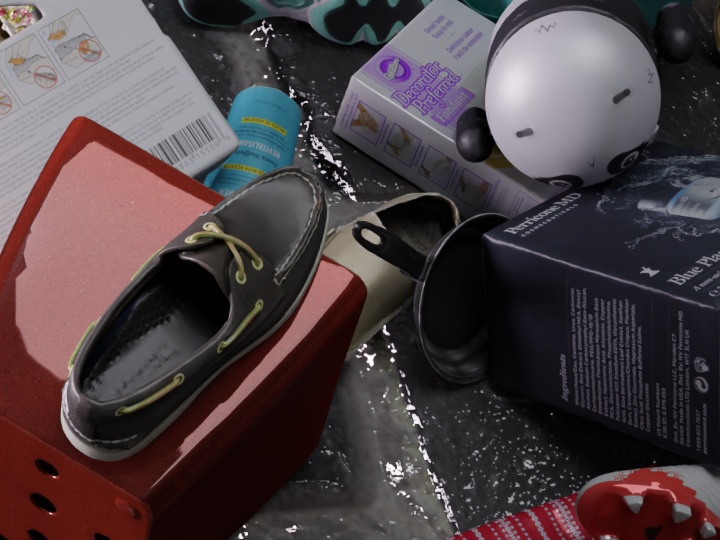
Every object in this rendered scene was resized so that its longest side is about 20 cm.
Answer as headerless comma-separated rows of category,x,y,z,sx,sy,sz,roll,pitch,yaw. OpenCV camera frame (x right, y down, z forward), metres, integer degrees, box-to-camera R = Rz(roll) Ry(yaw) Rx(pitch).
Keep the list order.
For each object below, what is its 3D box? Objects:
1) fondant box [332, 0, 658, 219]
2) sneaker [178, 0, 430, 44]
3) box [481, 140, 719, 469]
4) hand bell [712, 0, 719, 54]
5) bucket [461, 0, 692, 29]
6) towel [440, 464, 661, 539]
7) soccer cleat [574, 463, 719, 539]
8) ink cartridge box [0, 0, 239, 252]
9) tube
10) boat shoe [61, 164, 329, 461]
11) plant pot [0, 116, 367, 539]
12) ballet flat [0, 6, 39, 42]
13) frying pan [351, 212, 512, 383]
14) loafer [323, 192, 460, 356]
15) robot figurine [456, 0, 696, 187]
fondant box,0.101,-0.105,1.599,0.199,0.059,0.144,32,45,12
sneaker,-0.046,-0.250,1.666,0.198,0.078,0.141,7,46,-16
box,0.217,0.015,1.431,0.199,0.118,0.196,18,34,41
hand bell,0.346,-0.251,1.832,0.103,0.105,0.201,17,33,-5
bucket,0.179,-0.250,1.713,0.205,0.135,0.208,12,44,-11
towel,0.153,0.200,1.351,0.199,0.023,0.145,-15,54,-32
soccer cleat,0.222,0.148,1.369,0.198,0.069,0.086,8,36,-18
ink cartridge box,-0.205,-0.100,1.412,0.199,0.044,0.174,-34,90,-29
tube,-0.083,-0.038,1.475,0.077,0.051,0.201,13,50,-2
boat shoe,-0.083,0.014,1.151,0.071,0.061,0.202,36,67,10
plant pot,-0.137,0.071,1.250,0.199,0.200,0.177,30,56,8
ballet flat,-0.249,-0.149,1.488,0.064,0.076,0.200,-4,47,-43
frying pan,0.048,0.019,1.416,0.189,0.116,0.031,-4,14,-45
loafer,0.000,0.000,1.437,0.076,0.068,0.200,46,45,-2
robot figurine,0.147,-0.130,1.491,0.124,0.151,0.200,23,20,-3
